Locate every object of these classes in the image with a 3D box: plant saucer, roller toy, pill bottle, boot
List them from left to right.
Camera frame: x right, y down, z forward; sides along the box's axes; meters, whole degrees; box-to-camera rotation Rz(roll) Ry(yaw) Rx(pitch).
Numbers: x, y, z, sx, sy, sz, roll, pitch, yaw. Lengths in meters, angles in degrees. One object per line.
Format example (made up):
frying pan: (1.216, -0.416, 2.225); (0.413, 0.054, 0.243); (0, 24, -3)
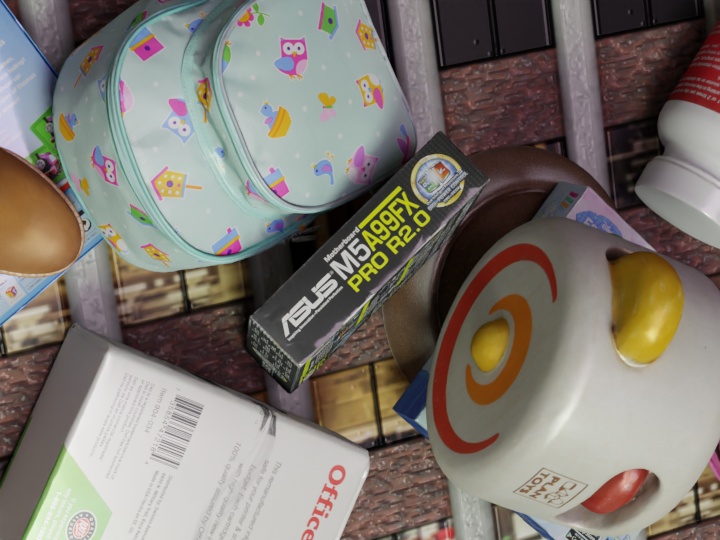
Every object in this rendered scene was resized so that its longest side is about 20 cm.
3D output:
boot: (-0.220, -0.051, 1.167); (0.200, 0.155, 0.077); (42, 79, -25)
plant saucer: (0.111, 0.014, 1.449); (0.200, 0.032, 0.200); (-4, 99, -25)
roller toy: (0.131, 0.065, 1.297); (0.140, 0.200, 0.183); (20, 95, -24)
pill bottle: (0.281, -0.119, 1.461); (0.112, 0.112, 0.200); (37, 82, -26)

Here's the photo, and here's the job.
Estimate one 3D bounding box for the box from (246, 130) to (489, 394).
box: (0.000, 0.000, 1.295); (0.160, 0.200, 0.044); (-44, 87, -7)

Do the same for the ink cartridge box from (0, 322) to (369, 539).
ink cartridge box: (-0.116, 0.141, 1.331); (0.200, 0.084, 0.146); (25, 88, -27)

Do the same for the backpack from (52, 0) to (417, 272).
backpack: (-0.077, -0.095, 1.257); (0.200, 0.153, 0.176); (-32, 110, -27)

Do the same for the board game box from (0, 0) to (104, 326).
board game box: (-0.244, -0.074, 1.260); (0.151, 0.037, 0.200); (-41, 114, -14)

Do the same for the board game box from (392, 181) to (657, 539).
board game box: (0.154, 0.077, 1.438); (0.200, 0.043, 0.199); (42, 81, -25)

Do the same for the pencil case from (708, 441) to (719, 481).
pencil case: (0.336, 0.088, 1.535); (0.200, 0.094, 0.091); (-33, 121, -16)
